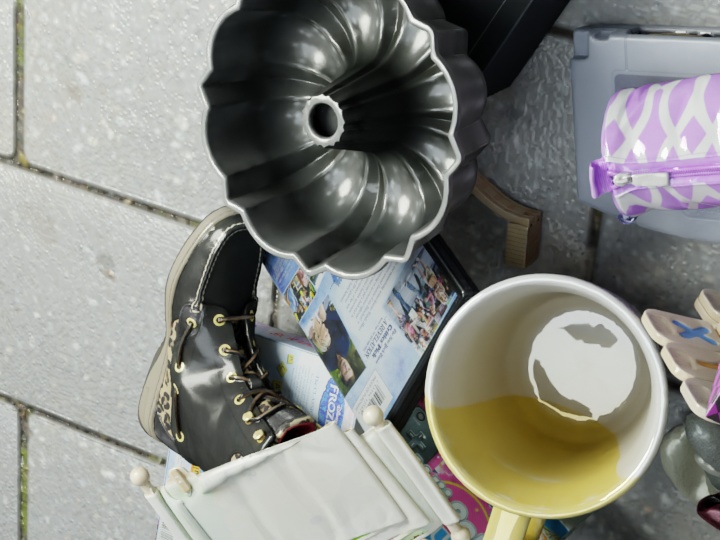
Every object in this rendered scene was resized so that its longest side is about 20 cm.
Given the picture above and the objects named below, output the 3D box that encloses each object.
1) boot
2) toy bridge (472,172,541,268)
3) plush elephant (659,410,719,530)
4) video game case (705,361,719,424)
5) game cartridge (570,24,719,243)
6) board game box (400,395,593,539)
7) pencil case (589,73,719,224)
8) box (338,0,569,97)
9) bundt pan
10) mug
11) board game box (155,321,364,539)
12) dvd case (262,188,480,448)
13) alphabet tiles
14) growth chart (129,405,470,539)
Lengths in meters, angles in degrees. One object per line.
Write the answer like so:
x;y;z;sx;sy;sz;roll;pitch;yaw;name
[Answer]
-0.081;0.071;1.305;0.151;0.073;0.201;42;120;40;boot
0.033;-0.058;1.294;0.199;0.027;0.067;17;116;27;toy bridge
0.256;0.142;1.166;0.165;0.200;0.155;-37;65;25;plush elephant
0.295;0.054;1.040;0.181;0.200;0.036;26;127;3;video game case
0.228;-0.083;1.153;0.199;0.041;0.134;7;110;31;game cartridge
0.056;0.178;1.344;0.148;0.064;0.200;48;123;12;board game box
0.233;-0.075;1.080;0.199;0.085;0.084;-5;106;33;pencil case
0.078;-0.223;1.164;0.141;0.079;0.200;46;127;14;box
-0.003;-0.100;1.166;0.201;0.076;0.203;10;109;33;bundt pan
0.118;0.082;1.199;0.186;0.153;0.150;-42;84;15;mug
-0.066;0.146;1.367;0.199;0.041;0.201;17;100;45;board game box
0.000;0.000;1.257;0.200;0.018;0.143;57;132;37;dvd case
0.266;0.069;1.084;0.195;0.200;0.015;14;114;-16;alphabet tiles
-0.038;0.165;1.254;0.199;0.018;0.145;-18;119;16;growth chart
